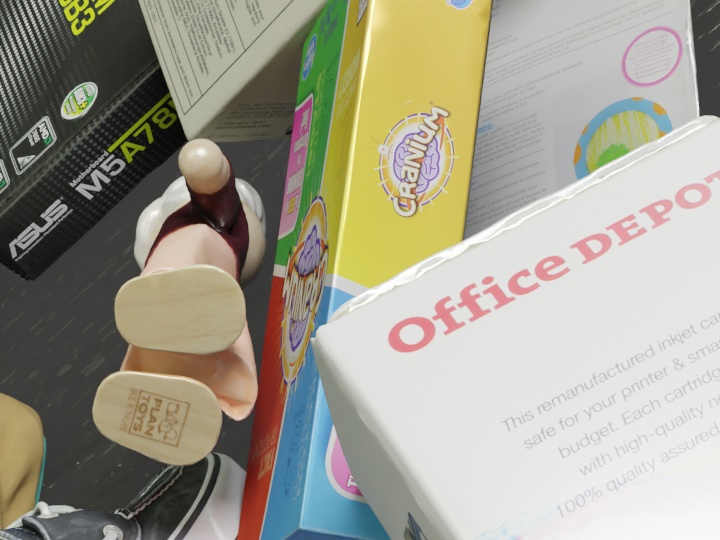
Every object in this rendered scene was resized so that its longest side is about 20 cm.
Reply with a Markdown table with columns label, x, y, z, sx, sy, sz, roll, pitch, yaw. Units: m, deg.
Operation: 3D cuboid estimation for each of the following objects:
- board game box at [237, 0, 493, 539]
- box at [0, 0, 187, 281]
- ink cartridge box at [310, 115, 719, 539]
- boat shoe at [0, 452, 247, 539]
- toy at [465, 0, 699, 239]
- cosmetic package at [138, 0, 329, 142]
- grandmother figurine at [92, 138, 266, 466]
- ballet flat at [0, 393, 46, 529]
| label | x | y | z | sx | sy | sz | roll | pitch | yaw |
| --- | --- | --- | --- | --- | --- | --- | --- | --- | --- |
| board game box | 0.000 | 0.000 | 0.904 | 0.153 | 0.040 | 0.200 | 130 | 148 | -74 |
| box | -0.114 | -0.120 | 1.221 | 0.193 | 0.048 | 0.200 | -43 | 39 | 14 |
| ink cartridge box | 0.097 | 0.071 | 0.736 | 0.145 | 0.088 | 0.200 | -27 | 54 | -11 |
| boat shoe | -0.104 | 0.112 | 0.941 | 0.072 | 0.068 | 0.200 | -42 | 5 | 41 |
| toy | 0.077 | -0.016 | 0.937 | 0.115 | 0.047 | 0.200 | -19 | 53 | 31 |
| cosmetic package | -0.006 | -0.138 | 1.014 | 0.200 | 0.071 | 0.105 | -39 | 64 | 49 |
| grandmother figurine | -0.061 | 0.010 | 0.997 | 0.200 | 0.060 | 0.121 | -82 | 14 | -73 |
| ballet flat | -0.159 | 0.126 | 1.054 | 0.069 | 0.063 | 0.200 | -32 | 42 | 25 |
